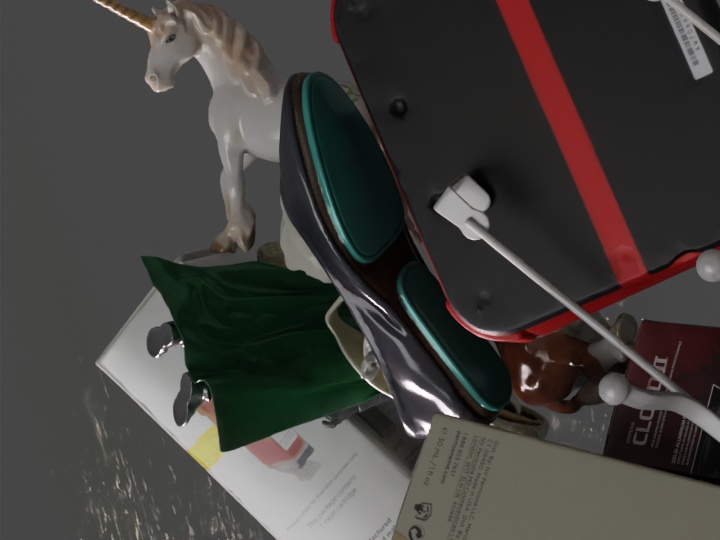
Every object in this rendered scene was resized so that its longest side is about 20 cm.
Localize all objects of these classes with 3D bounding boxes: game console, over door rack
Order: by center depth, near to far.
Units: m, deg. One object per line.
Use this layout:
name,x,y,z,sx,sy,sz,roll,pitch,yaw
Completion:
over door rack,0.135,-0.022,0.771,0.200,0.066,0.148,43,111,17
game console,0.087,-0.082,0.845,0.176,0.031,0.202,-26,85,24

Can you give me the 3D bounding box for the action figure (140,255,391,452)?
action figure,-0.012,0.039,0.970,0.055,0.198,0.119,-52,52,46

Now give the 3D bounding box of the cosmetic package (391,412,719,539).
cosmetic package,0.125,0.134,0.835,0.198,0.074,0.104,13,163,27

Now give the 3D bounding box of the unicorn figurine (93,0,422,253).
unicorn figurine,-0.051,-0.076,1.011,0.198,0.074,0.139,6,97,16

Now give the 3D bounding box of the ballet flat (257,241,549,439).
ballet flat,0.028,0.040,1.057,0.200,0.067,0.062,43,110,1

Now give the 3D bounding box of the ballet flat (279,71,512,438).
ballet flat,0.000,0.000,0.914,0.073,0.073,0.201,-21,104,47

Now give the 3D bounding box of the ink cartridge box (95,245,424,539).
ink cartridge box,-0.039,0.083,1.060,0.200,0.145,0.084,44,101,6

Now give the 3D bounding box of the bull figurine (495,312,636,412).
bull figurine,0.090,-0.018,0.925,0.121,0.065,0.202,2,121,50

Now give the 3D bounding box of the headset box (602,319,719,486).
headset box,0.220,0.092,0.856,0.198,0.078,0.149,6,158,39
